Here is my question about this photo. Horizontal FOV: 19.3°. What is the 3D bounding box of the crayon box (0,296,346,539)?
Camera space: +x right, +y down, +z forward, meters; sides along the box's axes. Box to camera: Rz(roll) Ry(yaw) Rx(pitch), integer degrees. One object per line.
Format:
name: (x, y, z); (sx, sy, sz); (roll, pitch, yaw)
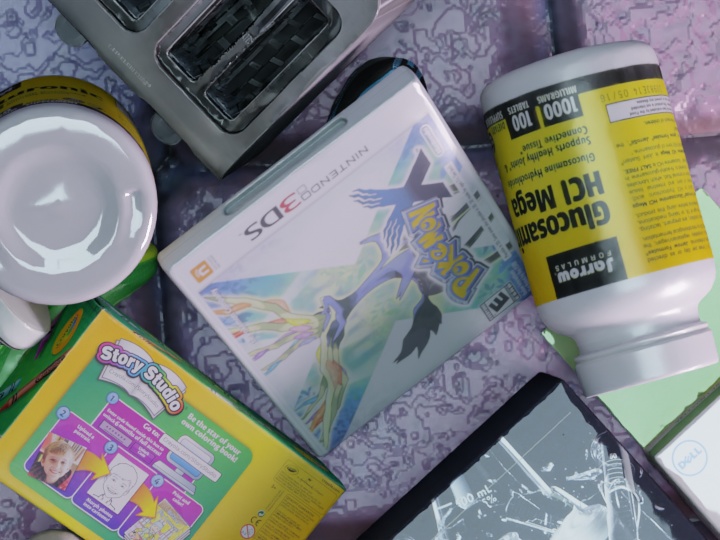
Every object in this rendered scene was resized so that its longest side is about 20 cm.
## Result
crayon box: (-0.122, 0.116, 1.275); (0.200, 0.058, 0.119); (39, 89, -22)

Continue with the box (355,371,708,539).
box: (0.104, 0.196, 1.296); (0.200, 0.104, 0.182); (-43, 91, -2)

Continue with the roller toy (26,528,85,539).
roller toy: (-0.169, 0.251, 1.237); (0.140, 0.200, 0.183); (-36, 87, 2)

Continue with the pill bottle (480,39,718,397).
pill bottle: (0.150, -0.030, 1.284); (0.112, 0.112, 0.201); (-15, 86, -3)

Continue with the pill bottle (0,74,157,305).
pill bottle: (-0.177, -0.054, 1.226); (0.111, 0.200, 0.112); (-2, 102, -8)

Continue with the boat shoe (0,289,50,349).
boat shoe: (-0.256, -0.011, 1.268); (0.064, 0.071, 0.200); (-47, 57, 7)

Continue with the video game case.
video game case: (0.000, 0.000, 1.270); (0.182, 0.022, 0.200); (-38, 133, -2)

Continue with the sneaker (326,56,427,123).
sneaker: (-0.017, -0.041, 1.299); (0.073, 0.082, 0.200); (22, 90, -4)

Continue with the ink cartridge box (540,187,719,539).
ink cartridge box: (0.233, 0.068, 1.331); (0.145, 0.048, 0.200); (-42, 95, -1)

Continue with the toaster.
toaster: (-0.073, -0.177, 1.247); (0.181, 0.119, 0.200); (46, 113, -3)

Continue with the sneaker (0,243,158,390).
sneaker: (-0.202, 0.052, 1.305); (0.200, 0.074, 0.084); (-41, 118, -6)
